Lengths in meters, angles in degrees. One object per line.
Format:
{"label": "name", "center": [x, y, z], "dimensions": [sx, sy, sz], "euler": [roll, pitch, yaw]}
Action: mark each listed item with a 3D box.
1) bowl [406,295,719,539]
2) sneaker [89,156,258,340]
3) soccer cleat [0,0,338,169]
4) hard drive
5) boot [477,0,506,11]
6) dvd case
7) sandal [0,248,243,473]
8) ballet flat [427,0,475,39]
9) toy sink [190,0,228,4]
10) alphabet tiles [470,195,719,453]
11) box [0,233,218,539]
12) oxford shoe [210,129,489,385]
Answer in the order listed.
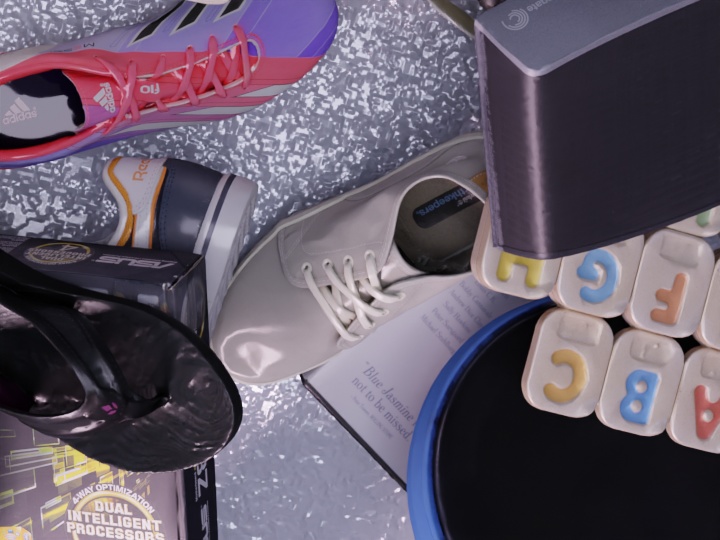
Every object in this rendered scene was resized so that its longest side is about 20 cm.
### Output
{"label": "bowl", "center": [0.122, 0.104, 0.869], "dimensions": [0.198, 0.039, 0.203], "euler": [0, 73, 0]}
{"label": "sneaker", "center": [-0.114, 0.035, 0.864], "dimensions": [0.079, 0.079, 0.202], "euler": [18, 110, 0]}
{"label": "soccer cleat", "center": [-0.102, -0.091, 0.828], "dimensions": [0.198, 0.077, 0.067], "euler": [-15, 108, -5]}
{"label": "hard drive", "center": [0.147, -0.085, 0.764], "dimensions": [0.199, 0.042, 0.136], "euler": [-23, 131, -17]}
{"label": "boot", "center": [0.092, -0.210, 0.787], "dimensions": [0.157, 0.079, 0.212], "euler": [-30, 74, 0]}
{"label": "dvd case", "center": [0.086, 0.039, 0.930], "dimensions": [0.200, 0.018, 0.143], "euler": [-42, 108, 4]}
{"label": "sandal", "center": [-0.147, 0.035, 0.752], "dimensions": [0.199, 0.048, 0.076], "euler": [26, 113, 8]}
{"label": "ballet flat", "center": [0.041, -0.169, 0.842], "dimensions": [0.069, 0.069, 0.200], "euler": [-40, 110, 3]}
{"label": "toy sink", "center": [-0.140, -0.205, 0.770], "dimensions": [0.198, 0.112, 0.132], "euler": [10, 105, -7]}
{"label": "alphabet tiles", "center": [0.152, -0.018, 0.830], "dimensions": [0.198, 0.015, 0.198], "euler": [15, 91, -19]}
{"label": "box", "center": [-0.167, 0.064, 0.823], "dimensions": [0.198, 0.049, 0.163], "euler": [6, 110, 15]}
{"label": "oxford shoe", "center": [0.000, 0.000, 0.861], "dimensions": [0.199, 0.058, 0.075], "euler": [-32, 112, 24]}
